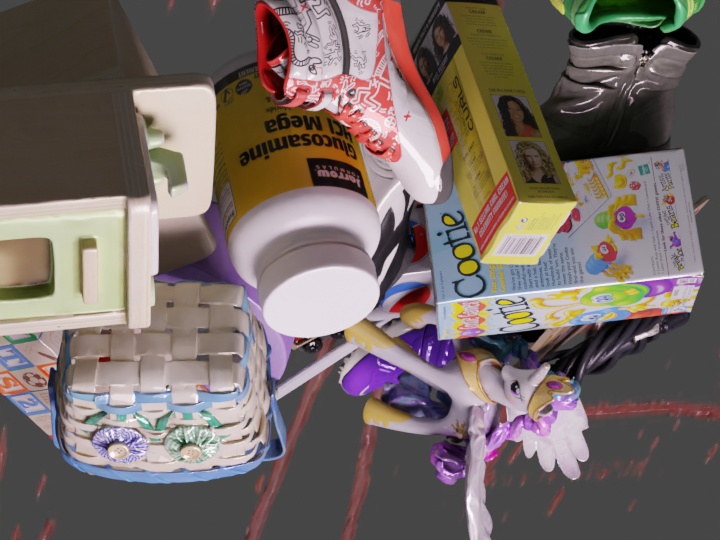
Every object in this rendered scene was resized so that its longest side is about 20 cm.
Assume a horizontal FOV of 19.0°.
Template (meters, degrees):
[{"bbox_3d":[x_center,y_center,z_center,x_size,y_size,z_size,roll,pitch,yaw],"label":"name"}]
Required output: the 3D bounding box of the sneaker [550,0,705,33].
[{"bbox_3d":[0.235,-0.211,1.558,0.200,0.084,0.074,-15,145,-2],"label":"sneaker"}]

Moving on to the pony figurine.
[{"bbox_3d":[0.094,0.117,1.749,0.167,0.200,0.193,-47,143,-33],"label":"pony figurine"}]

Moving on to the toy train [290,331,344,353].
[{"bbox_3d":[-0.035,0.042,1.858,0.200,0.034,0.046,-28,133,18],"label":"toy train"}]

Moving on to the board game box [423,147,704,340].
[{"bbox_3d":[0.152,-0.018,1.652,0.200,0.105,0.103,-6,162,1],"label":"board game box"}]

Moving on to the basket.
[{"bbox_3d":[-0.146,0.090,1.563,0.176,0.139,0.200,0,156,1],"label":"basket"}]

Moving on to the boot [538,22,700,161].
[{"bbox_3d":[0.159,-0.137,1.669,0.200,0.068,0.131,-8,134,-12],"label":"boot"}]

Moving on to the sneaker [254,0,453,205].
[{"bbox_3d":[-0.010,-0.122,1.517,0.108,0.067,0.202,-28,114,-23],"label":"sneaker"}]

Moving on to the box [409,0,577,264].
[{"bbox_3d":[0.092,-0.104,1.551,0.050,0.200,0.075,0,144,-26],"label":"box"}]

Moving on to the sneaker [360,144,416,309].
[{"bbox_3d":[0.016,-0.062,1.686,0.200,0.073,0.112,-67,162,12],"label":"sneaker"}]

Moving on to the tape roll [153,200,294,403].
[{"bbox_3d":[-0.146,0.023,1.688,0.200,0.066,0.200,12,144,9],"label":"tape roll"}]

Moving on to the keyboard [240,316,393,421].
[{"bbox_3d":[-0.029,0.073,1.766,0.056,0.011,0.200,-42,173,40],"label":"keyboard"}]

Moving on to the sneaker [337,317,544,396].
[{"bbox_3d":[0.074,0.076,1.871,0.200,0.100,0.070,-32,172,23],"label":"sneaker"}]

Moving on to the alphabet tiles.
[{"bbox_3d":[0.205,0.022,1.843,0.200,0.008,0.167,-32,165,-47],"label":"alphabet tiles"}]

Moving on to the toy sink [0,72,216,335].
[{"bbox_3d":[-0.187,-0.038,1.401,0.200,0.112,0.130,-5,141,-11],"label":"toy sink"}]

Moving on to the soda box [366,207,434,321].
[{"bbox_3d":[0.000,0.000,1.778,0.200,0.068,0.064,-9,145,-9],"label":"soda box"}]

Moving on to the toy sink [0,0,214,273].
[{"bbox_3d":[-0.199,-0.090,1.526,0.130,0.112,0.200,-19,141,7],"label":"toy sink"}]

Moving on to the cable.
[{"bbox_3d":[0.200,0.083,1.932,0.200,0.051,0.163,-32,-179,42],"label":"cable"}]

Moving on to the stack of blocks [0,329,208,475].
[{"bbox_3d":[-0.219,0.076,1.683,0.115,0.059,0.200,-12,136,34],"label":"stack of blocks"}]

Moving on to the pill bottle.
[{"bbox_3d":[-0.048,-0.056,1.564,0.112,0.200,0.112,-11,145,-7],"label":"pill bottle"}]
